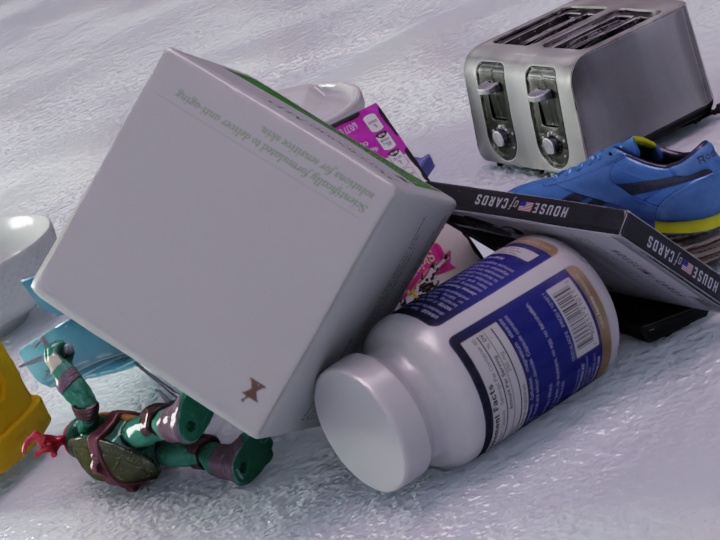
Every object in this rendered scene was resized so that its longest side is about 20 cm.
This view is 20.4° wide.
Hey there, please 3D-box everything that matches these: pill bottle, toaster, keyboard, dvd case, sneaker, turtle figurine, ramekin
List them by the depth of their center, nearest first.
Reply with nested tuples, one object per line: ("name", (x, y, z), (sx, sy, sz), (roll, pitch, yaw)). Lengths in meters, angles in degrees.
("pill bottle", (0.073, 0.065, 1.381), (0.200, 0.116, 0.116), (-29, 22, -30))
("dvd case", (0.158, -0.018, 1.462), (0.200, 0.150, 0.025), (11, 76, 47))
("turtle figurine", (-0.167, 0.115, 1.495), (0.200, 0.101, 0.149), (4, -12, 44))
("keyboard", (0.174, 0.027, 1.542), (0.127, 0.021, 0.200), (-18, 17, -21))
("sneaker", (0.196, -0.071, 1.572), (0.200, 0.079, 0.066), (1, 22, 37))
("toaster", (0.223, -0.179, 1.910), (0.200, 0.119, 0.181), (-27, 22, -25))
("ramekin", (-0.082, -0.113, 2.035), (0.202, 0.095, 0.202), (-16, 19, 6))

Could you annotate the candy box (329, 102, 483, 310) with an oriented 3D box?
("candy box", (0.007, -0.012, 1.532), (0.136, 0.200, 0.061), (-29, -13, -27))

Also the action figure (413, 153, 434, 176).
("action figure", (0.000, 0.000, 1.654), (0.193, 0.105, 0.200), (15, 59, 49))

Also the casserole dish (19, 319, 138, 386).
("casserole dish", (-0.204, 0.059, 1.649), (0.121, 0.039, 0.200), (-13, -7, -30))

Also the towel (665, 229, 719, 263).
("towel", (0.219, -0.034, 1.623), (0.132, 0.035, 0.200), (-17, 17, -25))

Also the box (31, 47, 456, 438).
("box", (-0.078, -0.018, 1.400), (0.199, 0.200, 0.171), (32, 9, 14))

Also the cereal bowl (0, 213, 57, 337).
("cereal bowl", (-0.382, 0.021, 1.949), (0.199, 0.084, 0.200), (-15, 19, 5))

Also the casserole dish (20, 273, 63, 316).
("casserole dish", (-0.187, -0.004, 1.599), (0.121, 0.039, 0.200), (-18, 4, 22))

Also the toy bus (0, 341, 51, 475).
("toy bus", (-0.378, 0.087, 1.608), (0.199, 0.193, 0.136), (-9, 22, 28))

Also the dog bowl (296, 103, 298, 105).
("dog bowl", (-0.073, -0.050, 1.659), (0.111, 0.050, 0.200), (-39, 26, 37))
